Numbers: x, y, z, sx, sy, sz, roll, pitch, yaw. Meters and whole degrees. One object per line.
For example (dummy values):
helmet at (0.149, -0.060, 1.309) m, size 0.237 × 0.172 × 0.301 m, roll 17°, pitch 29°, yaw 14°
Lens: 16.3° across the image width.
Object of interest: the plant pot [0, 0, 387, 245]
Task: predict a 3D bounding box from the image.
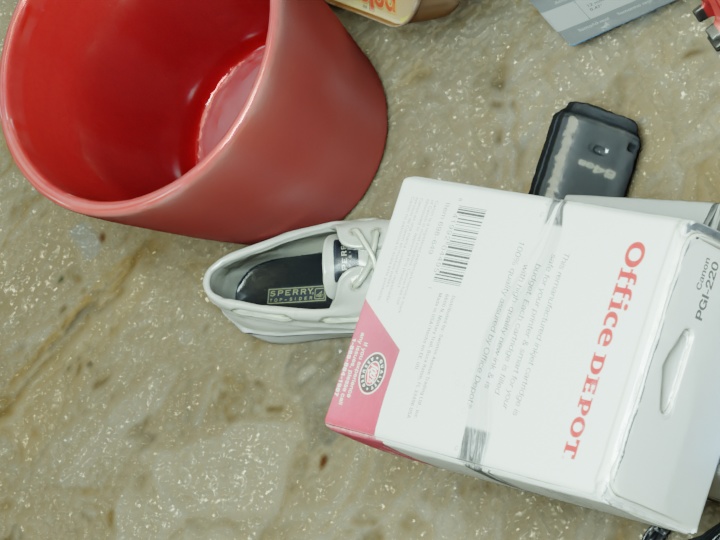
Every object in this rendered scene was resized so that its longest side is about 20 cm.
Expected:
plant pot at (-0.085, -0.105, 1.501) m, size 0.200 × 0.177 × 0.201 m, roll -10°, pitch 69°, yaw 29°

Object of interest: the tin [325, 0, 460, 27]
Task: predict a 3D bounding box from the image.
tin at (0.010, -0.208, 1.500) m, size 0.200 × 0.042 × 0.112 m, roll -147°, pitch 54°, yaw -62°

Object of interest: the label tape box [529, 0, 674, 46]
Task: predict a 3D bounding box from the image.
label tape box at (0.128, -0.223, 1.393) m, size 0.143 × 0.200 × 0.066 m, roll -22°, pitch 53°, yaw 24°

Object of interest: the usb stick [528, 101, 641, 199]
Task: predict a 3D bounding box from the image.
usb stick at (0.109, 0.004, 1.430) m, size 0.055 × 0.033 × 0.200 m, roll 18°, pitch 83°, yaw -1°

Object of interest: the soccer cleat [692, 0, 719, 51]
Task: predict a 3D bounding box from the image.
soccer cleat at (0.202, -0.185, 1.348) m, size 0.085 × 0.200 × 0.069 m, roll -32°, pitch 42°, yaw 5°

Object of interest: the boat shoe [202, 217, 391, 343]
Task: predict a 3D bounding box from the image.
boat shoe at (0.000, 0.000, 1.483) m, size 0.200 × 0.066 × 0.072 m, roll -4°, pitch 72°, yaw 30°

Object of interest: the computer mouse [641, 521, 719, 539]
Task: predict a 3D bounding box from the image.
computer mouse at (0.232, 0.119, 1.331) m, size 0.200 × 0.034 × 0.059 m, roll -29°, pitch 53°, yaw 28°

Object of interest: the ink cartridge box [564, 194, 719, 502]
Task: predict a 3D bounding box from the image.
ink cartridge box at (0.189, 0.044, 1.322) m, size 0.200 × 0.086 × 0.147 m, roll 6°, pitch 76°, yaw 42°

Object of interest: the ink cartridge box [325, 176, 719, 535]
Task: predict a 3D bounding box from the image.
ink cartridge box at (0.096, 0.040, 1.289) m, size 0.200 × 0.085 × 0.146 m, roll 11°, pitch 80°, yaw 47°
